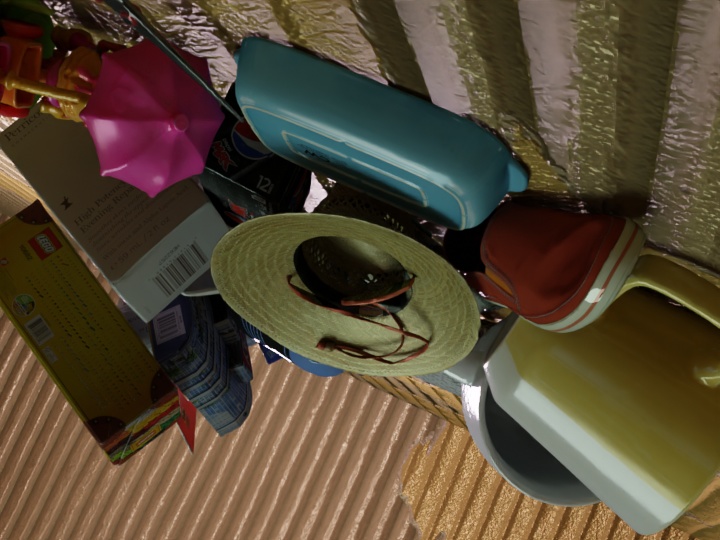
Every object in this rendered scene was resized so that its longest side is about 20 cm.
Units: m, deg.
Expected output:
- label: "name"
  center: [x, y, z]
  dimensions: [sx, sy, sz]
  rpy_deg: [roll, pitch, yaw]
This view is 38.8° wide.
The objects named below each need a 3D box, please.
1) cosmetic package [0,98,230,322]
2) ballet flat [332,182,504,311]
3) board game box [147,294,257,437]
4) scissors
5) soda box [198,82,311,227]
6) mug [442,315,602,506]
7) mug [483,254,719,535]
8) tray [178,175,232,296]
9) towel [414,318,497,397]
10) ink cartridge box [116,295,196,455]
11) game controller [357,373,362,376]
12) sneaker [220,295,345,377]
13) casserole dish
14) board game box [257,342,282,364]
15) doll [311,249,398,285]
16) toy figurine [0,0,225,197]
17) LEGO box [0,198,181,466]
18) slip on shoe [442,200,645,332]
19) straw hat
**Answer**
- label: "cosmetic package"
  center: [-0.198, -0.065, 0.821]
  dimensions: [0.200, 0.101, 0.074]
  rpy_deg: [43, 169, 28]
- label: "ballet flat"
  center: [0.050, -0.001, 0.813]
  dimensions: [0.199, 0.073, 0.072]
  rpy_deg: [30, 170, -24]
- label: "board game box"
  center: [-0.149, 0.048, 1.004]
  dimensions: [0.201, 0.061, 0.202]
  rpy_deg: [63, -174, -53]
- label: "scissors"
  center: [-0.140, -0.153, 0.574]
  dimensions: [0.072, 0.014, 0.200]
  rpy_deg: [12, 155, 40]
- label: "soda box"
  center: [-0.078, -0.072, 0.782]
  dimensions: [0.070, 0.064, 0.200]
  rpy_deg: [27, 170, 0]
- label: "mug"
  center: [0.133, 0.095, 0.860]
  dimensions: [0.197, 0.150, 0.175]
  rpy_deg: [21, 180, -3]
- label: "mug"
  center: [0.177, 0.059, 0.694]
  dimensions: [0.152, 0.188, 0.149]
  rpy_deg: [33, -154, 5]
- label: "tray"
  center: [-0.145, -0.036, 0.898]
  dimensions: [0.106, 0.022, 0.200]
  rpy_deg: [-8, -142, -31]
- label: "towel"
  center: [0.047, 0.049, 1.058]
  dimensions: [0.198, 0.086, 0.165]
  rpy_deg: [21, 168, 36]
- label: "ink cartridge box"
  center: [-0.192, 0.066, 1.072]
  dimensions: [0.201, 0.043, 0.175]
  rpy_deg: [-105, -8, -65]
- label: "game controller"
  center: [-0.046, 0.011, 0.959]
  dimensions: [0.201, 0.042, 0.104]
  rpy_deg: [56, 160, 4]
- label: "sneaker"
  center: [-0.066, 0.039, 0.897]
  dimensions: [0.200, 0.069, 0.079]
  rpy_deg: [45, 152, 41]
- label: "casserole dish"
  center: [0.004, -0.077, 0.616]
  dimensions: [0.198, 0.039, 0.121]
  rpy_deg: [25, 170, 14]
- label: "board game box"
  center: [-0.097, 0.023, 1.098]
  dimensions: [0.200, 0.044, 0.136]
  rpy_deg: [51, -165, -88]
- label: "doll"
  center: [0.000, 0.000, 0.867]
  dimensions: [0.199, 0.049, 0.137]
  rpy_deg: [19, -157, -52]
- label: "toy figurine"
  center: [-0.173, -0.113, 0.664]
  dimensions: [0.181, 0.153, 0.200]
  rpy_deg: [18, -168, 8]
- label: "LEGO box"
  center: [-0.244, 0.060, 0.886]
  dimensions: [0.201, 0.077, 0.149]
  rpy_deg: [52, 163, 7]
- label: "slip on shoe"
  center: [0.104, -0.009, 0.625]
  dimensions: [0.061, 0.075, 0.200]
  rpy_deg: [31, 175, -16]
- label: "straw hat"
  center: [-0.002, -0.012, 0.711]
  dimensions: [0.198, 0.086, 0.202]
  rpy_deg: [11, 148, 7]
